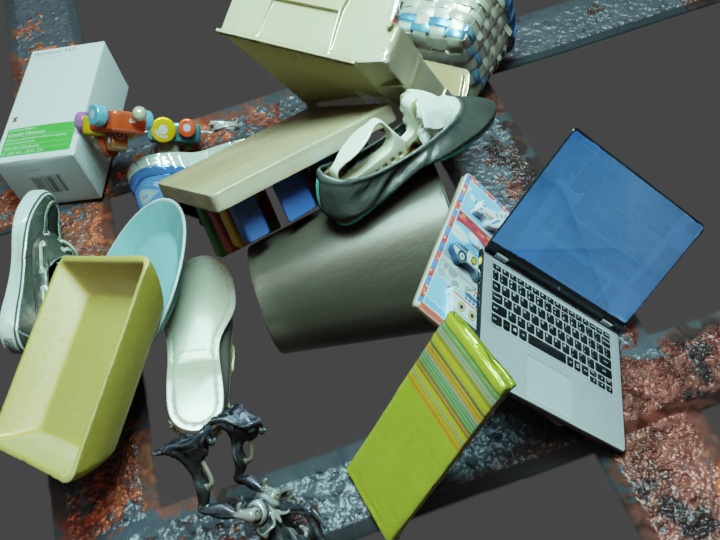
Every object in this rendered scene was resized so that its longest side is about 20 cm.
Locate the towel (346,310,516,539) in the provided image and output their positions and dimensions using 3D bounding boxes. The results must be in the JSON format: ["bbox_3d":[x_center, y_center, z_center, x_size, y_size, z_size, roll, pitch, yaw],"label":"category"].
[{"bbox_3d":[0.053,0.134,0.695,0.018,0.201,0.086,3,39,-38],"label":"towel"}]

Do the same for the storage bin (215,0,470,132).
[{"bbox_3d":[-0.008,-0.224,0.845,0.197,0.200,0.094,21,86,28],"label":"storage bin"}]

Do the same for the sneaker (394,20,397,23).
[{"bbox_3d":[0.010,-0.253,1.029,0.076,0.085,0.201,14,58,17],"label":"sneaker"}]

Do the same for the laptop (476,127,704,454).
[{"bbox_3d":[0.206,0.023,0.721,0.186,0.116,0.201,28,51,-26],"label":"laptop"}]

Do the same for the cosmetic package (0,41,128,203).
[{"bbox_3d":[-0.369,-0.185,1.038,0.107,0.085,0.201,-7,55,7],"label":"cosmetic package"}]

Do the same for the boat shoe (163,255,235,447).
[{"bbox_3d":[-0.159,0.079,0.828,0.071,0.060,0.201,-2,55,-6],"label":"boat shoe"}]

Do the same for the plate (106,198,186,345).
[{"bbox_3d":[-0.227,0.022,0.848,0.199,0.025,0.202,-28,50,38],"label":"plate"}]

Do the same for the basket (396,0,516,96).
[{"bbox_3d":[0.123,-0.329,1.011,0.138,0.177,0.201,19,70,25],"label":"basket"}]

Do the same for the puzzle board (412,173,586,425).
[{"bbox_3d":[0.143,0.027,0.762,0.017,0.200,0.152,-22,36,50],"label":"puzzle board"}]

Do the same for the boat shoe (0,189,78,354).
[{"bbox_3d":[-0.345,-0.002,0.916,0.063,0.071,0.202,-7,62,4],"label":"boat shoe"}]

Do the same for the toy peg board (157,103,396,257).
[{"bbox_3d":[-0.077,-0.084,0.849,0.199,0.098,0.199,-31,21,-20],"label":"toy peg board"}]

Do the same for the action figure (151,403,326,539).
[{"bbox_3d":[-0.089,0.218,0.695,0.119,0.102,0.201,-28,92,-45],"label":"action figure"}]

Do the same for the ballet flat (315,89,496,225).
[{"bbox_3d":[0.042,-0.119,0.761,0.199,0.069,0.068,-37,39,-12],"label":"ballet flat"}]

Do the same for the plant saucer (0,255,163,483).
[{"bbox_3d":[-0.260,0.088,0.783,0.199,0.048,0.202,1,70,49],"label":"plant saucer"}]

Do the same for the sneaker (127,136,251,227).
[{"bbox_3d":[-0.162,-0.094,0.957,0.198,0.079,0.090,-13,76,-8],"label":"sneaker"}]

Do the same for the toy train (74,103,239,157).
[{"bbox_3d":[-0.242,-0.152,0.954,0.149,0.199,0.056,7,96,38],"label":"toy train"}]

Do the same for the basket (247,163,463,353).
[{"bbox_3d":[0.000,0.000,0.820,0.198,0.136,0.182,-19,81,2],"label":"basket"}]
